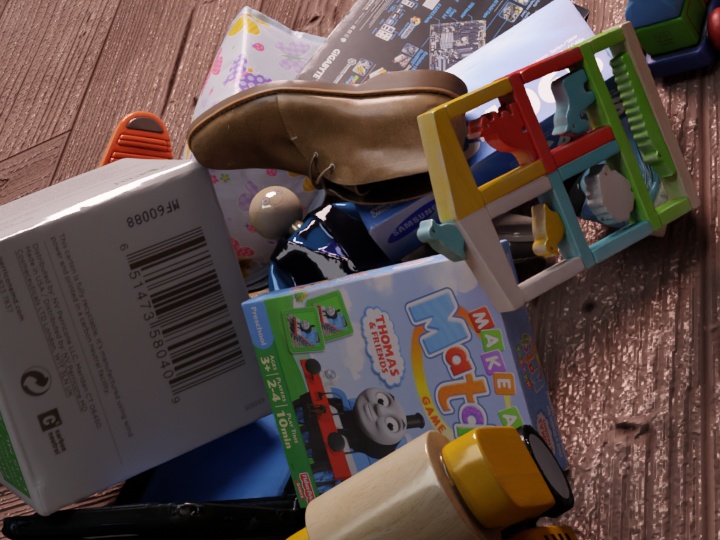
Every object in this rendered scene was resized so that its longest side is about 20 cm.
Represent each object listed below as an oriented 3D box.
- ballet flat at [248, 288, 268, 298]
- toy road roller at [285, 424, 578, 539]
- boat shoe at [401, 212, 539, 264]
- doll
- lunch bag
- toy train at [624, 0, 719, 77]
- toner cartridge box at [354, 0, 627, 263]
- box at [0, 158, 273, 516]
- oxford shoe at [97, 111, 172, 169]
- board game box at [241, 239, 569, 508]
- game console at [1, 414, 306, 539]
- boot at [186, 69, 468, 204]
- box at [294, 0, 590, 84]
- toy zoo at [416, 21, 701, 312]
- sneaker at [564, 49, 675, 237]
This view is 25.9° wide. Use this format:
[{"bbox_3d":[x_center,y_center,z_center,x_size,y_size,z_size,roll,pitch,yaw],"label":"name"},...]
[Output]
[{"bbox_3d":[-0.035,0.042,1.202,0.200,0.071,0.065,5,32,43],"label":"ballet flat"},{"bbox_3d":[0.063,0.172,0.856,0.123,0.200,0.146,-33,72,15],"label":"toy road roller"},{"bbox_3d":[0.062,-0.011,1.170,0.200,0.057,0.067,5,17,43],"label":"boat shoe"},{"bbox_3d":[0.000,0.000,1.111,0.200,0.048,0.136,34,71,26],"label":"doll"},{"bbox_3d":[-0.091,-0.088,1.325,0.200,0.127,0.170,125,159,-46],"label":"lunch bag"},{"bbox_3d":[0.242,-0.255,1.192,0.085,0.116,0.200,-9,47,38],"label":"toy train"},{"bbox_3d":[0.083,-0.098,1.082,0.200,0.043,0.095,-33,46,8],"label":"toner cartridge box"},{"bbox_3d":[-0.199,0.039,1.156,0.200,0.199,0.171,-23,14,-23],"label":"box"},{"bbox_3d":[-0.206,-0.037,1.307,0.073,0.071,0.200,25,104,60],"label":"oxford shoe"},{"bbox_3d":[0.026,0.073,1.033,0.200,0.151,0.037,-13,5,35],"label":"board game box"},{"bbox_3d":[-0.134,0.138,1.143,0.200,0.176,0.117,-11,73,37],"label":"game console"},{"bbox_3d":[-0.027,-0.082,1.056,0.200,0.074,0.076,-6,66,18],"label":"boot"},{"bbox_3d":[0.063,-0.161,1.209,0.159,0.046,0.200,27,56,12],"label":"box"},{"bbox_3d":[0.116,-0.061,0.972,0.200,0.131,0.020,-26,8,-29],"label":"toy zoo"},{"bbox_3d":[0.161,-0.103,1.111,0.090,0.078,0.200,1,37,-9],"label":"sneaker"}]
